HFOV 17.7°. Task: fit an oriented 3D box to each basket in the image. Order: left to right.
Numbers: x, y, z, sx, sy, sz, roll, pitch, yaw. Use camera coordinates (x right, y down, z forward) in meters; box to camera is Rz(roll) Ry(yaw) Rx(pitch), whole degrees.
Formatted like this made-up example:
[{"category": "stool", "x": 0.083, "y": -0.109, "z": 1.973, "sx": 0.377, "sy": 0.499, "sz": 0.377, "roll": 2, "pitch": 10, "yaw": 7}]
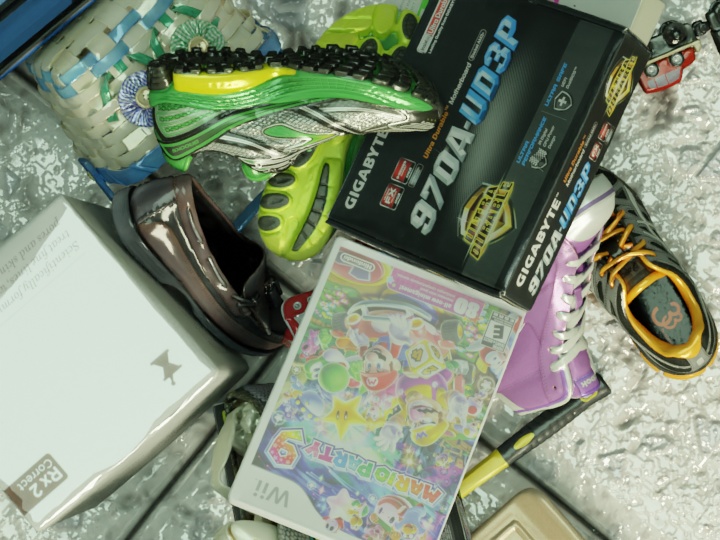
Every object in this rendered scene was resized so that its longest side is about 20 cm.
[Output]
[{"category": "basket", "x": -0.130, "y": -0.115, "z": 1.659, "sx": 0.176, "sy": 0.139, "sz": 0.200, "roll": -48, "pitch": 119, "yaw": -9}]

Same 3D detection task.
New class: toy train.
[{"category": "toy train", "x": 0.217, "y": -0.153, "z": 1.689, "sx": 0.200, "sy": 0.034, "sz": 0.046, "roll": -23, "pitch": 99, "yaw": 2}]

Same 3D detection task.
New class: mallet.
[{"category": "mallet", "x": 0.091, "y": 0.133, "z": 1.687, "sx": 0.200, "sy": 0.041, "sz": 0.066, "roll": -43, "pitch": 82, "yaw": -4}]

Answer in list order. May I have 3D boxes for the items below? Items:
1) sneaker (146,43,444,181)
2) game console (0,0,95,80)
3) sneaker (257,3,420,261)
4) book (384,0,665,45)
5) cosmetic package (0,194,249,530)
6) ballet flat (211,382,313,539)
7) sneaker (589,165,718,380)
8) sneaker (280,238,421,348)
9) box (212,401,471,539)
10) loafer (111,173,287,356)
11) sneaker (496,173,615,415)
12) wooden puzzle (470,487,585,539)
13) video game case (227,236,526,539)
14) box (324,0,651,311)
[{"category": "sneaker", "x": -0.043, "y": -0.107, "z": 1.569, "sx": 0.200, "sy": 0.078, "sz": 0.085, "roll": 0, "pitch": 110, "yaw": 3}, {"category": "game console", "x": -0.289, "y": -0.200, "z": 1.669, "sx": 0.200, "sy": 0.118, "sz": 0.171, "roll": -39, "pitch": 82, "yaw": 4}, {"category": "sneaker", "x": -0.018, "y": -0.101, "z": 1.654, "sx": 0.074, "sy": 0.084, "sz": 0.200, "roll": 26, "pitch": 86, "yaw": 5}, {"category": "book", "x": 0.104, "y": -0.161, "z": 1.644, "sx": 0.200, "sy": 0.048, "sz": 0.134, "roll": 26, "pitch": 95, "yaw": 35}, {"category": "cosmetic package", "x": -0.199, "y": 0.063, "z": 1.622, "sx": 0.165, "sy": 0.200, "sz": 0.165, "roll": -42, "pitch": 86, "yaw": 1}, {"category": "ballet flat", "x": -0.071, "y": 0.168, "z": 1.594, "sx": 0.072, "sy": 0.072, "sz": 0.201, "roll": -7, "pitch": 62, "yaw": 3}, {"category": "sneaker", "x": 0.189, "y": -0.009, "z": 1.663, "sx": 0.078, "sy": 0.077, "sz": 0.200, "roll": -42, "pitch": 85, "yaw": 3}, {"category": "sneaker", "x": 0.000, "y": 0.000, "z": 1.660, "sx": 0.112, "sy": 0.071, "sz": 0.200, "roll": -2, "pitch": 65, "yaw": 9}, {"category": "box", "x": -0.009, "y": 0.170, "z": 1.644, "sx": 0.160, "sy": 0.044, "sz": 0.200, "roll": -17, "pitch": 63, "yaw": 6}, {"category": "loafer", "x": -0.095, "y": -0.002, "z": 1.626, "sx": 0.063, "sy": 0.200, "sz": 0.072, "roll": -25, "pitch": 50, "yaw": 20}, {"category": "sneaker", "x": 0.145, "y": 0.024, "z": 1.628, "sx": 0.114, "sy": 0.073, "sz": 0.201, "roll": 46, "pitch": 135, "yaw": 11}, {"category": "wooden puzzle", "x": 0.112, "y": 0.286, "z": 1.681, "sx": 0.200, "sy": 0.037, "sz": 0.185, "roll": -42, "pitch": 87, "yaw": 6}, {"category": "video game case", "x": 0.013, "y": 0.092, "z": 1.579, "sx": 0.143, "sy": 0.018, "sz": 0.200, "roll": 22, "pitch": 74, "yaw": 3}, {"category": "box", "x": 0.086, "y": -0.091, "z": 1.576, "sx": 0.159, "sy": 0.046, "sz": 0.200, "roll": 24, "pitch": 88, "yaw": 34}]
